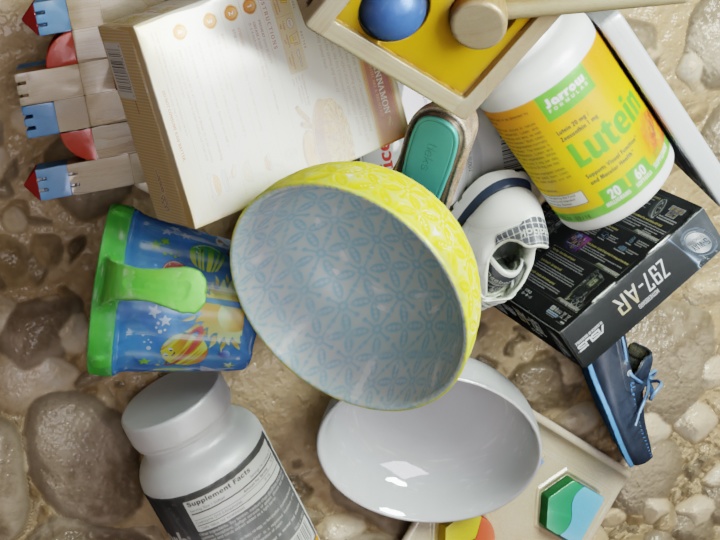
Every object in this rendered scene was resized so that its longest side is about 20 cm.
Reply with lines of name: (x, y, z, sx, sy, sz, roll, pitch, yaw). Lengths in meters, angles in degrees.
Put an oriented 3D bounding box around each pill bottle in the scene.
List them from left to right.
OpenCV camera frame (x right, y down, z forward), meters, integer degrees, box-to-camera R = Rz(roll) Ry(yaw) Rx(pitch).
pill bottle: (-0.120, 0.189, 1.352, 0.116, 0.116, 0.202, -29, 111, -9)
pill bottle: (0.158, -0.140, 1.270, 0.111, 0.111, 0.201, -41, 114, -5)

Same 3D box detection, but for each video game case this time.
video game case: (0.237, -0.160, 1.347, 0.023, 0.182, 0.200, -36, 114, 7)

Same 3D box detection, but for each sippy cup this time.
sippy cup: (-0.144, 0.023, 1.253, 0.129, 0.178, 0.141, 8, 119, -4)

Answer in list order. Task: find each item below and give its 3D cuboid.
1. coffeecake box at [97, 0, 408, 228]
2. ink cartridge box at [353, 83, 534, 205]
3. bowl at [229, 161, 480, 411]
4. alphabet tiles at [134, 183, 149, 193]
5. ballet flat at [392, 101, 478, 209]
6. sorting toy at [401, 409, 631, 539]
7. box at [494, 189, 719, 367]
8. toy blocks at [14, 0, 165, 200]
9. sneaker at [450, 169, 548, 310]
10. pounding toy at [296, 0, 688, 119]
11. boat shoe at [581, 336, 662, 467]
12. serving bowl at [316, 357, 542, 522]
coffeecake box: (-0.076, -0.142, 1.188, 0.199, 0.073, 0.155, -25, 110, -26)
ink cartridge box: (0.078, -0.139, 1.348, 0.198, 0.086, 0.148, -15, 109, -13)
bowl: (0.012, -0.007, 1.173, 0.108, 0.198, 0.201, -51, 121, -44)
alphabet tiles: (-0.134, -0.153, 1.309, 0.199, 0.015, 0.197, 26, 95, -23)
ballet flat: (0.047, -0.053, 1.247, 0.068, 0.067, 0.201, 29, 125, 4)
sorting toy: (0.146, 0.239, 1.501, 0.184, 0.036, 0.201, 31, 93, -24)
box: (0.198, -0.011, 1.363, 0.160, 0.200, 0.044, -40, 114, -6)
toy blocks: (-0.209, -0.143, 1.237, 0.135, 0.100, 0.202, -10, 107, -5)
sneaker: (0.094, 0.003, 1.354, 0.076, 0.081, 0.201, -5, 146, -31)
pounding toy: (0.085, -0.209, 1.106, 0.199, 0.143, 0.184, 26, 120, -33)
boat shoe: (0.245, 0.091, 1.469, 0.068, 0.084, 0.202, -22, 113, 0)
serving bowl: (0.061, 0.138, 1.399, 0.197, 0.066, 0.202, 2, 134, 2)
